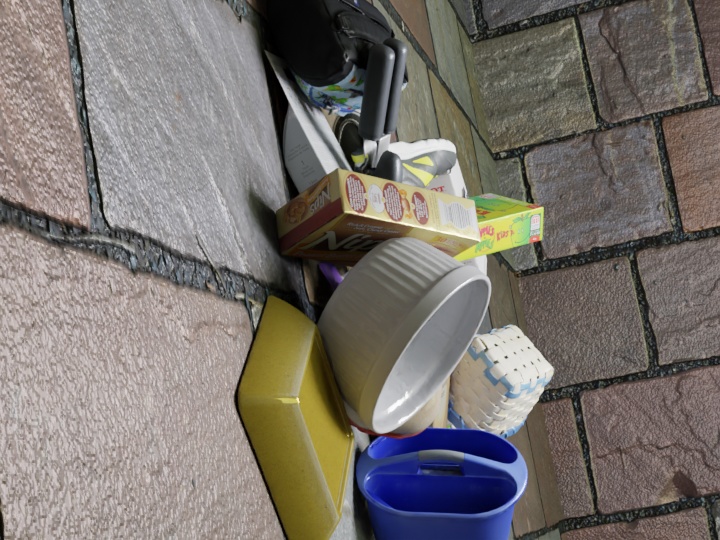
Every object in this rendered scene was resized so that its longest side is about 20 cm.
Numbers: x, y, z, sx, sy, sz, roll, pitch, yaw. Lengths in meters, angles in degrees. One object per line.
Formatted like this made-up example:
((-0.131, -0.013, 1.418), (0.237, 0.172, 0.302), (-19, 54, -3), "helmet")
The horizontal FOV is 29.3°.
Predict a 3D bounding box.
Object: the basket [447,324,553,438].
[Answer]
((0.150, 0.172, 1.840), (0.139, 0.201, 0.176), (46, 27, 20), "basket")

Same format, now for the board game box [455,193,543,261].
((0.139, -0.056, 1.818), (0.198, 0.101, 0.048), (-14, 113, -40), "board game box")

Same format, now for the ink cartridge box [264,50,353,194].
((-0.064, -0.153, 1.642), (0.201, 0.057, 0.162), (59, 11, 7), "ink cartridge box")

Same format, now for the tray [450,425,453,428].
((0.155, 0.239, 2.254), (0.200, 0.022, 0.109), (-62, 137, -71), "tray")

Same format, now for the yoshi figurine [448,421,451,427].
((0.119, 0.153, 1.971), (0.113, 0.110, 0.202), (-129, -145, -54), "yoshi figurine")

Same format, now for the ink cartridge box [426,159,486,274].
((0.087, -0.062, 1.949), (0.085, 0.143, 0.202), (-81, 156, -55), "ink cartridge box")

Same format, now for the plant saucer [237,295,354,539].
((-0.053, 0.150, 1.346), (0.201, 0.048, 0.202), (-77, 152, -62), "plant saucer")

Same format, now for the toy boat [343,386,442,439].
((0.024, 0.095, 1.616), (0.130, 0.129, 0.203), (-18, -117, 63), "toy boat")

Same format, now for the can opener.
((0.030, -0.171, 1.619), (0.052, 0.066, 0.202), (-33, 136, -48), "can opener")

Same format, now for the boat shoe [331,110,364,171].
((0.002, -0.112, 1.792), (0.064, 0.070, 0.203), (-30, 109, -78), "boat shoe")

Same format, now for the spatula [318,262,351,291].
((0.000, 0.000, 1.703), (0.057, 0.020, 0.200), (58, 28, 3), "spatula")

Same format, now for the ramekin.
((0.038, 0.060, 1.450), (0.105, 0.201, 0.200), (37, -2, 20), "ramekin")

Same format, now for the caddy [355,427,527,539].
((0.094, 0.248, 1.591), (0.142, 0.197, 0.106), (-81, 170, -53), "caddy")

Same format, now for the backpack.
((-0.023, -0.268, 1.667), (0.199, 0.153, 0.165), (-1, 59, -51), "backpack")

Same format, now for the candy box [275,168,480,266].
((0.021, -0.048, 1.499), (0.198, 0.115, 0.056), (11, 61, -38), "candy box")

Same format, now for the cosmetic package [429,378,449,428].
((0.071, 0.147, 1.719), (0.105, 0.070, 0.203), (-31, 125, -74), "cosmetic package")

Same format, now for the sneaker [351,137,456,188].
((0.057, -0.123, 1.774), (0.199, 0.074, 0.086), (-10, 94, -51), "sneaker")
